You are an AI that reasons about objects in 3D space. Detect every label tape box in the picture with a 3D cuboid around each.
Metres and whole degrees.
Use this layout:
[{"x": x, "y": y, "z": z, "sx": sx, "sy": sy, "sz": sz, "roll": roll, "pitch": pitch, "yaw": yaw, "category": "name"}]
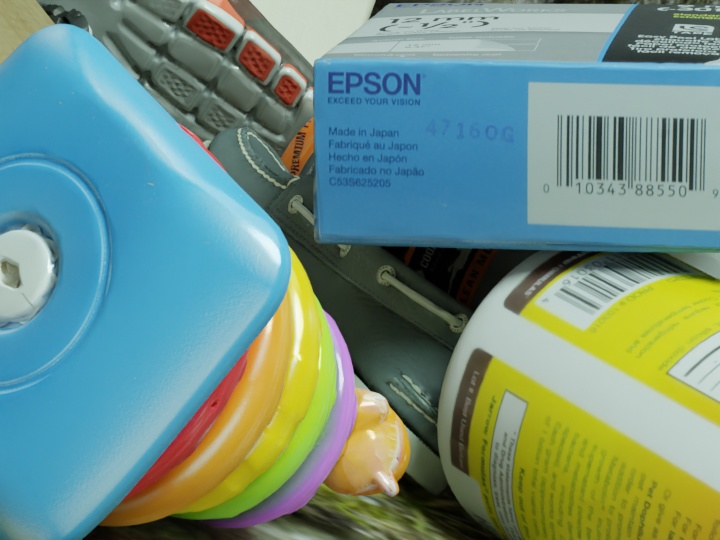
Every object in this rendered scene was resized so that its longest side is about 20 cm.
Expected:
[{"x": 0.071, "y": -0.059, "z": 0.961, "sx": 0.142, "sy": 0.067, "sz": 0.200, "roll": 1, "pitch": 16, "yaw": 11, "category": "label tape box"}]

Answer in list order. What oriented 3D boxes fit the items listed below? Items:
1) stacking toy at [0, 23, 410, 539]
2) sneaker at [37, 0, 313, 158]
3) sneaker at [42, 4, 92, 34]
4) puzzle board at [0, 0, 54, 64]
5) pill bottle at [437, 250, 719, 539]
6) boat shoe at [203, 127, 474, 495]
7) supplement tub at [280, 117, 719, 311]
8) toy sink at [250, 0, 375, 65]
[{"x": -0.042, "y": 0.029, "z": 0.766, "sx": 0.116, "sy": 0.110, "sz": 0.200, "roll": 45, "pitch": 7, "yaw": 32, "category": "stacking toy"}, {"x": -0.079, "y": -0.122, "z": 1.156, "sx": 0.200, "sy": 0.077, "sz": 0.082, "roll": 39, "pitch": 44, "yaw": -16, "category": "sneaker"}, {"x": -0.181, "y": -0.066, "z": 1.150, "sx": 0.199, "sy": 0.080, "sz": 0.074, "roll": 12, "pitch": 40, "yaw": 41, "category": "sneaker"}, {"x": -0.083, "y": -0.022, "z": 0.956, "sx": 0.200, "sy": 0.017, "sz": 0.151, "roll": 52, "pitch": 9, "yaw": 4, "category": "puzzle board"}, {"x": 0.121, "y": 0.069, "z": 0.858, "sx": 0.109, "sy": 0.110, "sz": 0.200, "roll": 16, "pitch": 10, "yaw": -42, "category": "pill bottle"}, {"x": 0.000, "y": 0.000, "z": 1.005, "sx": 0.073, "sy": 0.062, "sz": 0.200, "roll": 41, "pitch": 9, "yaw": -41, "category": "boat shoe"}, {"x": 0.055, "y": 0.004, "z": 1.089, "sx": 0.122, "sy": 0.123, "sz": 0.200, "roll": 16, "pitch": 9, "yaw": -40, "category": "supplement tub"}, {"x": -0.078, "y": -0.088, "z": 1.314, "sx": 0.130, "sy": 0.201, "sz": 0.112, "roll": 21, "pitch": -22, "yaw": -6, "category": "toy sink"}]
